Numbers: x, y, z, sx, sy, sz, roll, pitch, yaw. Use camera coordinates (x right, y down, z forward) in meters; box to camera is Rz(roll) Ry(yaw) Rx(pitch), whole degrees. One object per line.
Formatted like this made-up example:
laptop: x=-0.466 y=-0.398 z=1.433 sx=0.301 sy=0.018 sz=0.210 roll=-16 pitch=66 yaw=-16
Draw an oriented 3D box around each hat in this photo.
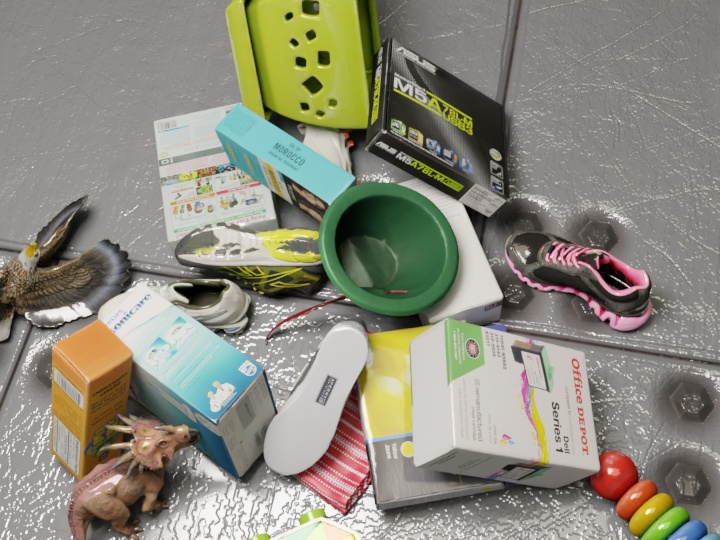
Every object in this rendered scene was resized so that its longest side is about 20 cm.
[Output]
hat: x=0.000 y=0.000 z=1.174 sx=0.198 sy=0.176 sz=0.168 roll=8 pitch=68 yaw=-15

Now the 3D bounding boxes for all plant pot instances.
plant pot: x=-0.072 y=-0.313 z=1.273 sx=0.179 sy=0.201 sz=0.201 roll=-3 pitch=31 yaw=10

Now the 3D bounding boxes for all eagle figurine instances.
eagle figurine: x=-0.416 y=-0.001 z=1.220 sx=0.199 sy=0.150 sz=0.154 roll=-22 pitch=103 yaw=-40

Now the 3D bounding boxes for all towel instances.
towel: x=-0.014 y=0.171 z=1.137 sx=0.144 sy=0.023 sz=0.200 roll=32 pitch=69 yaw=20

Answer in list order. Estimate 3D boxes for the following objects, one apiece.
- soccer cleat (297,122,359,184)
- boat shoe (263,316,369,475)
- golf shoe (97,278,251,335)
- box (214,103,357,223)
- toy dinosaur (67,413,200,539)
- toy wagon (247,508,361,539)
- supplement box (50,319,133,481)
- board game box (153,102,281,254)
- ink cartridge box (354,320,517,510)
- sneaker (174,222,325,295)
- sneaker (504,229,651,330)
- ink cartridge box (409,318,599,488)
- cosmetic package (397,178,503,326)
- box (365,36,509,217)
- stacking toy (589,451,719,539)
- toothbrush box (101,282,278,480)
soccer cleat: x=-0.044 y=-0.127 z=1.277 sx=0.077 sy=0.069 sz=0.202 roll=-14 pitch=59 yaw=12
boat shoe: x=-0.048 y=0.142 z=1.089 sx=0.071 sy=0.068 sz=0.202 roll=26 pitch=104 yaw=0
golf shoe: x=-0.240 y=0.038 z=1.184 sx=0.197 sy=0.097 sz=0.079 roll=-7 pitch=63 yaw=2
box: x=-0.090 y=-0.127 z=1.192 sx=0.199 sy=0.082 sz=0.049 roll=34 pitch=73 yaw=23
toy dinosaur: x=-0.273 y=0.235 z=1.058 sx=0.086 sy=0.136 sz=0.200 roll=40 pitch=72 yaw=22
toy wagon: x=-0.079 y=0.360 z=1.031 sx=0.198 sy=0.040 sz=0.156 roll=-22 pitch=62 yaw=-7
supplement box: x=-0.306 y=0.152 z=1.067 sx=0.069 sy=0.201 sz=0.066 roll=39 pitch=47 yaw=18
board game box: x=-0.194 y=-0.123 z=1.284 sx=0.146 sy=0.064 sz=0.202 roll=-12 pitch=60 yaw=-1
ink cartridge box: x=0.098 y=0.161 z=1.101 sx=0.198 sy=0.047 sz=0.200 roll=-9 pitch=68 yaw=-4
sneaker: x=-0.136 y=-0.005 z=1.196 sx=0.197 sy=0.085 sz=0.075 roll=3 pitch=36 yaw=1
sneaker: x=0.272 y=-0.006 z=1.167 sx=0.199 sy=0.096 sz=0.079 roll=27 pitch=69 yaw=19
ink cartridge box: x=0.159 y=0.150 z=1.045 sx=0.198 sy=0.084 sz=0.146 roll=14 pitch=59 yaw=-27
cosmetic package: x=0.099 y=-0.021 z=1.202 sx=0.101 sy=0.074 sz=0.202 roll=-17 pitch=64 yaw=-4
box: x=0.103 y=-0.187 z=1.223 sx=0.199 sy=0.047 sz=0.195 roll=27 pitch=46 yaw=-21
stacking toy: x=0.329 y=0.277 z=1.025 sx=0.085 sy=0.086 sz=0.200 roll=-33 pitch=60 yaw=-13
toothbrush box: x=-0.198 y=0.128 z=1.092 sx=0.199 sy=0.147 sz=0.085 roll=29 pitch=61 yaw=25
